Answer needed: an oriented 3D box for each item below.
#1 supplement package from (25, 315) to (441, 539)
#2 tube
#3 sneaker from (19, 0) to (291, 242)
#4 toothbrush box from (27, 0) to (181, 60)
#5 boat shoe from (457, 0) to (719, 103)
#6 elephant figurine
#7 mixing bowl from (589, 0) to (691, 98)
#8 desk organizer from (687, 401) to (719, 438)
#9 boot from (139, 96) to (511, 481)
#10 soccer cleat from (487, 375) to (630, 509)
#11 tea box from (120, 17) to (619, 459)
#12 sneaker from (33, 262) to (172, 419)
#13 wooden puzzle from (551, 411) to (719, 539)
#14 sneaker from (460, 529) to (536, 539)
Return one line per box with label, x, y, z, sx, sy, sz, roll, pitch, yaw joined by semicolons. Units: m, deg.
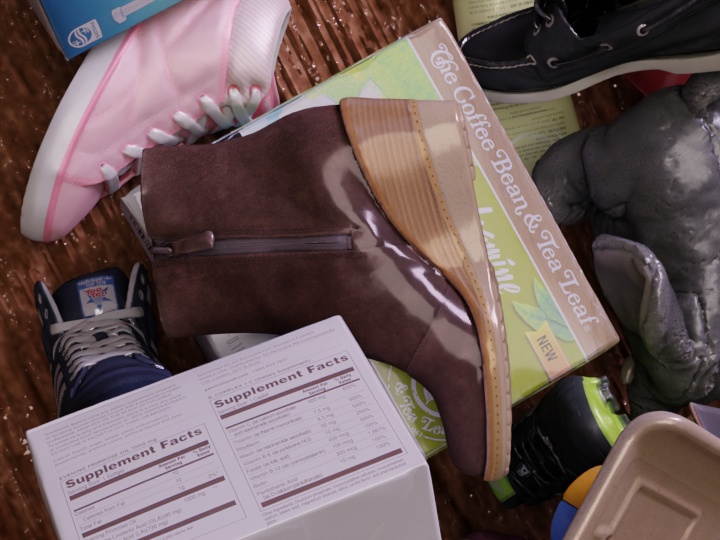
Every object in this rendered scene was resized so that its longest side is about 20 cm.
supplement package;-0.047;0.149;0.746;0.155;0.111;0.200;-20;130;-11
tube;0.085;-0.144;0.954;0.058;0.052;0.201;-7;101;34
sneaker;-0.108;-0.090;0.901;0.104;0.075;0.201;28;80;-3
toothbrush box;-0.112;-0.229;0.868;0.200;0.085;0.147;-28;57;-10
boat shoe;0.128;-0.139;0.857;0.066;0.199;0.075;57;49;-35
elephant figurine;0.187;0.009;0.894;0.141;0.155;0.200;-19;72;19
mixing bowl;0.240;-0.171;0.898;0.200;0.200;0.109;31;60;-8
desk organizer;0.257;0.142;0.918;0.200;0.072;0.077;13;130;-27
boot;-0.014;0.018;0.796;0.166;0.072;0.201;-11;94;6
soccer cleat;0.108;0.101;0.873;0.081;0.200;0.068;-30;82;-1
tea box;0.000;0.000;0.886;0.196;0.134;0.200;-31;93;-8
sneaker;-0.132;0.045;0.834;0.070;0.200;0.109;-9;83;-12
wooden puzzle;0.130;0.171;0.787;0.185;0.046;0.200;30;93;-45
sneaker;0.152;0.174;0.947;0.200;0.075;0.090;22;75;-14
